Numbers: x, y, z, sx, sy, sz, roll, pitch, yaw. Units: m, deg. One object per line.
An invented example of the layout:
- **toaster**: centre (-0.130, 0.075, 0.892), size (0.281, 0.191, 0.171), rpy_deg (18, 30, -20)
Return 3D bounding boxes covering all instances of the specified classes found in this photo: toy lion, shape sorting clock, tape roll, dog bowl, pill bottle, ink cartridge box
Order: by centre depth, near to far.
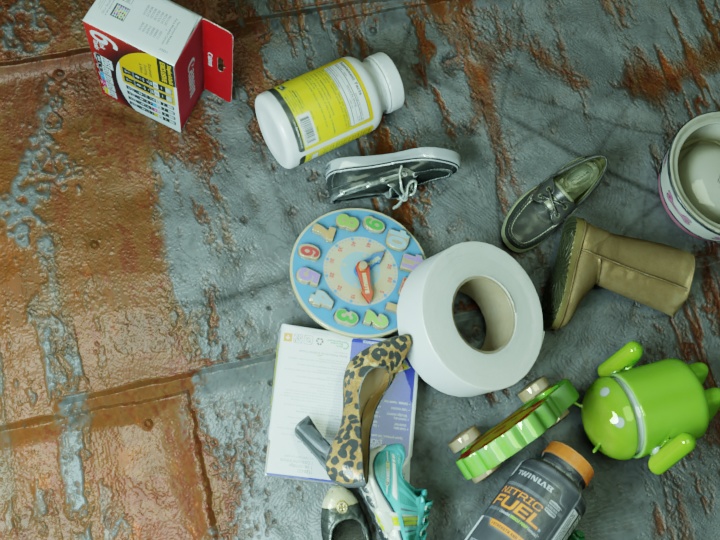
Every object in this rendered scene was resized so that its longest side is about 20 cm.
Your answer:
- **toy lion**: centre (0.204, 0.203, 1.200), size (0.199, 0.192, 0.069), rpy_deg (-32, 81, -17)
- **pill bottle**: centre (0.223, 0.321, 1.216), size (0.106, 0.106, 0.200), rpy_deg (40, 71, 3)
- **ink cartridge box**: centre (-0.024, 0.184, 1.248), size (0.194, 0.047, 0.203), rpy_deg (9, 75, -8)
- **ink cartridge box**: centre (-0.265, -0.278, 1.255), size (0.174, 0.200, 0.085), rpy_deg (26, 72, 0)
- **tape roll**: centre (0.151, 0.067, 1.265), size (0.200, 0.071, 0.206), rpy_deg (9, 71, -26)
- **shape sorting clock**: centre (0.000, 0.000, 1.291), size (0.197, 0.039, 0.203), rpy_deg (6, 62, -12)
- **pill bottle**: centre (-0.041, -0.234, 1.327), size (0.198, 0.113, 0.114), rpy_deg (-26, 80, -16)
- **dog bowl**: centre (0.544, -0.134, 1.415), size (0.197, 0.074, 0.204), rpy_deg (3, 73, -9)

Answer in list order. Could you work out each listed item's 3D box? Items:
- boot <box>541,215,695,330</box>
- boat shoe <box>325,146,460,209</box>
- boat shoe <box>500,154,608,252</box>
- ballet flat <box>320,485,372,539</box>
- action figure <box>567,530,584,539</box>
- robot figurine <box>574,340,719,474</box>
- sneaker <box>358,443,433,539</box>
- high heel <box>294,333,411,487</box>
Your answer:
- **boot**: centre (0.375, 0.027, 1.345), size (0.197, 0.066, 0.178), rpy_deg (19, 86, -11)
- **boat shoe**: centre (0.050, -0.129, 1.331), size (0.196, 0.074, 0.069), rpy_deg (-5, 70, -10)
- **boat shoe**: centre (0.287, -0.107, 1.368), size (0.200, 0.066, 0.072), rpy_deg (-40, 84, -17)
- **ballet flat**: centre (-0.008, 0.375, 1.187), size (0.065, 0.057, 0.203), rpy_deg (-9, 76, -12)
- **action figure**: centre (0.271, 0.440, 1.217), size (0.116, 0.055, 0.203), rpy_deg (18, 65, -2)
- **robot figurine**: centre (0.392, 0.190, 1.275), size (0.197, 0.117, 0.177), rpy_deg (-12, 54, -11)
- **sneaker**: centre (0.060, 0.315, 1.182), size (0.079, 0.077, 0.203), rpy_deg (-25, 101, -12)
- **high heel**: centre (0.022, 0.176, 1.163), size (0.200, 0.142, 0.072), rpy_deg (-45, 130, -9)
